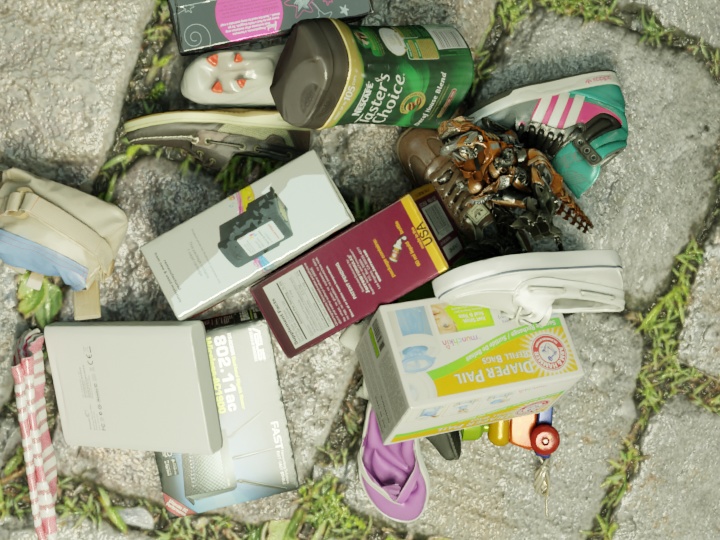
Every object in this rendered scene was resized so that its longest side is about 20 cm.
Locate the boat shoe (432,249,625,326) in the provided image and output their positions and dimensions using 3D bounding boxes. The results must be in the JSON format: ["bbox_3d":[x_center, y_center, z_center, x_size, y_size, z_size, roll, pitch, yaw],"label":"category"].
[{"bbox_3d":[0.169,0.022,1.082,0.196,0.074,0.067,-6,74,-9],"label":"boat shoe"}]

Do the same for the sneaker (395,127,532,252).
[{"bbox_3d":[0.119,-0.076,1.178,0.070,0.076,0.200,-44,103,0],"label":"sneaker"}]

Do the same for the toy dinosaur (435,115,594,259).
[{"bbox_3d":[0.163,-0.085,1.119,0.196,0.103,0.138,12,59,-10],"label":"toy dinosaur"}]

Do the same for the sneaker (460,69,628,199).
[{"bbox_3d":[0.205,-0.134,1.191,0.196,0.084,0.123,-15,76,-12],"label":"sneaker"}]

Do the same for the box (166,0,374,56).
[{"bbox_3d":[-0.101,-0.301,1.113,0.196,0.115,0.135,-13,100,-8],"label":"box"}]

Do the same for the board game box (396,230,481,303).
[{"bbox_3d":[0.111,-0.044,1.233,0.094,0.030,0.203,17,98,-12],"label":"board game box"}]

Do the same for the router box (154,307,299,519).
[{"bbox_3d":[-0.156,0.154,1.202,0.147,0.062,0.204,-12,100,-8],"label":"router box"}]

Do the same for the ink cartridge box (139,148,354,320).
[{"bbox_3d":[-0.112,-0.034,1.133,0.198,0.146,0.084,-30,90,-4],"label":"ink cartridge box"}]

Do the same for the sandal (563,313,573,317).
[{"bbox_3d":[0.176,0.030,1.243,0.197,0.045,0.076,-21,110,-10],"label":"sandal"}]

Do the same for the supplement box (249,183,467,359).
[{"bbox_3d":[0.000,0.000,1.141,0.198,0.110,0.087,-30,90,19],"label":"supplement box"}]

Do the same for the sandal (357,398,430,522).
[{"bbox_3d":[0.031,0.213,1.214,0.081,0.050,0.205,2,126,13],"label":"sandal"}]

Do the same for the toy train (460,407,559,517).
[{"bbox_3d":[0.164,0.183,1.255,0.113,0.085,0.204,2,99,1],"label":"toy train"}]

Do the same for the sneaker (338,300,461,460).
[{"bbox_3d":[0.044,0.133,1.236,0.087,0.074,0.202,-26,104,14],"label":"sneaker"}]

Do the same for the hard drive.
[{"bbox_3d":[-0.237,0.119,1.144,0.197,0.026,0.135,-2,102,29],"label":"hard drive"}]

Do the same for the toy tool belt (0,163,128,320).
[{"bbox_3d":[-0.340,-0.035,1.114,0.197,0.125,0.125,20,87,-11],"label":"toy tool belt"}]

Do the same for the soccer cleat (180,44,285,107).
[{"bbox_3d":[-0.093,-0.202,1.159,0.197,0.077,0.071,-4,90,-29],"label":"soccer cleat"}]

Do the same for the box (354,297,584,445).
[{"bbox_3d":[0.110,0.093,1.129,0.196,0.102,0.114,-9,65,-20],"label":"box"}]

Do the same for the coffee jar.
[{"bbox_3d":[0.011,-0.194,1.104,0.197,0.086,0.105,-6,145,-34],"label":"coffee jar"}]

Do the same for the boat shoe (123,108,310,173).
[{"bbox_3d":[-0.146,-0.135,1.153,0.196,0.073,0.066,-3,95,-9],"label":"boat shoe"}]

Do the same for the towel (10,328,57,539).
[{"bbox_3d":[-0.329,0.171,1.136,0.029,0.146,0.204,-7,100,-13],"label":"towel"}]
